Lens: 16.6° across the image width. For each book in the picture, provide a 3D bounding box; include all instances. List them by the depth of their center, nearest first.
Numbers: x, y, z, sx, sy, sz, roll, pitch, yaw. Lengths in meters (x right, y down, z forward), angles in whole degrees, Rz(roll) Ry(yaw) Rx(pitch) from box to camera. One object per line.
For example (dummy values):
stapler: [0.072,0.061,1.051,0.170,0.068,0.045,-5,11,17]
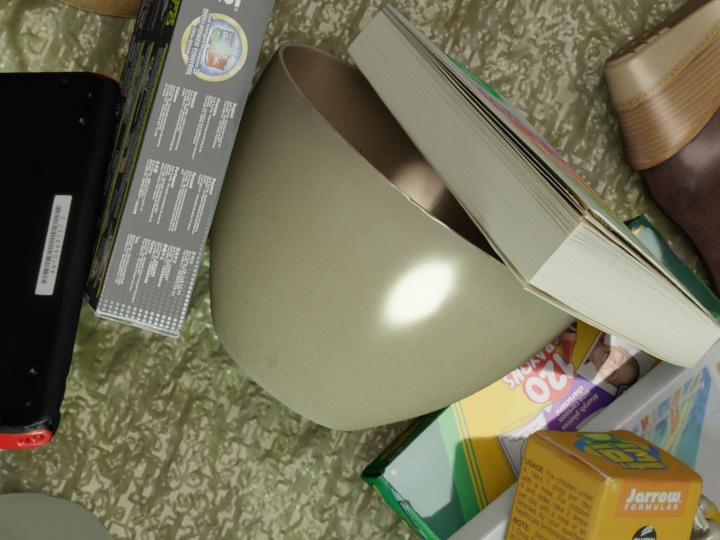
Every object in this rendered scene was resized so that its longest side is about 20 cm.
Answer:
book: [0.085,-0.040,1.223,0.048,0.200,0.133,-48,135,10]

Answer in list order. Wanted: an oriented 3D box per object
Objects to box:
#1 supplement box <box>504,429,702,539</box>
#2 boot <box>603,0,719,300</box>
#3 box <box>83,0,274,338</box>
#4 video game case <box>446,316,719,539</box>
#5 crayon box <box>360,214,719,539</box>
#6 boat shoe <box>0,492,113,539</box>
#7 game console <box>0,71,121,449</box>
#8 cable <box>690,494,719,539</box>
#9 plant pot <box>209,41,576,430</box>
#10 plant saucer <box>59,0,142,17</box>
supplement box: [0.103,0.181,1.199,0.066,0.069,0.202,2,104,-34]
boot: [0.238,-0.087,1.352,0.199,0.072,0.167,-34,103,-13]
box: [-0.092,-0.078,1.211,0.044,0.160,0.202,15,92,-14]
video game case: [0.147,0.151,1.270,0.200,0.022,0.183,-38,123,-15]
crayon box: [0.112,0.083,1.303,0.200,0.058,0.119,-44,94,-11]
boat shoe: [-0.204,0.169,1.208,0.070,0.072,0.200,49,37,14]
game console: [-0.213,-0.008,1.207,0.175,0.031,0.201,2,64,13]
cable: [0.199,0.198,1.257,0.050,0.098,0.200,-23,124,24]
plant pot: [0.000,0.000,1.237,0.200,0.200,0.135,38,104,-5]
plant saucer: [-0.119,-0.236,1.301,0.198,0.035,0.202,1,84,-11]
